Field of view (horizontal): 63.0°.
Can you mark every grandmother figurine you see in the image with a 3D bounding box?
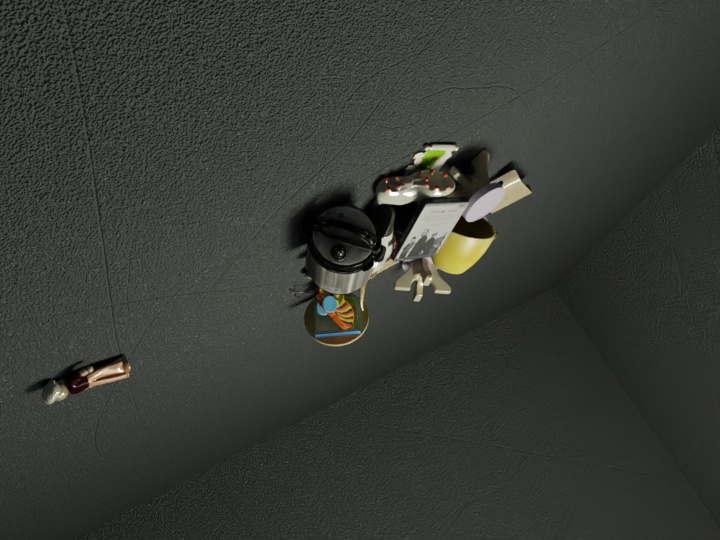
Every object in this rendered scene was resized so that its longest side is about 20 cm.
[{"bbox_3d":[-0.658,0.264,1.410,0.198,0.061,0.122,-21,149,-35],"label":"grandmother figurine"}]

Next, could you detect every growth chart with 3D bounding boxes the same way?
[{"bbox_3d":[0.159,-0.246,1.466,0.143,0.018,0.201,-16,154,-35],"label":"growth chart"}]

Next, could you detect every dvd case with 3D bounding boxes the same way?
[{"bbox_3d":[0.175,-0.105,1.498,0.148,0.025,0.202,-8,141,-34],"label":"dvd case"}]

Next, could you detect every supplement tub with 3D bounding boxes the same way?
[{"bbox_3d":[0.121,-0.107,1.604,0.106,0.108,0.201,-28,160,-7],"label":"supplement tub"}]

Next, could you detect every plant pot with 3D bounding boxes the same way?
[{"bbox_3d":[0.274,-0.078,1.700,0.198,0.199,0.144,-13,129,-41],"label":"plant pot"}]

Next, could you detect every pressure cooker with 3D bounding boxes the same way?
[{"bbox_3d":[-0.041,-0.054,1.386,0.173,0.181,0.201,-22,159,-16],"label":"pressure cooker"}]

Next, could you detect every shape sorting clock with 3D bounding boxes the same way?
[{"bbox_3d":[-0.073,0.143,1.778,0.197,0.201,0.040,-25,147,-17],"label":"shape sorting clock"}]

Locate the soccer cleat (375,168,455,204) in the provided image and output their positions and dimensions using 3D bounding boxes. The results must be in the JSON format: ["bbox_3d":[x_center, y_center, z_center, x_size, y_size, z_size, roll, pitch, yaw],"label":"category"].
[{"bbox_3d":[0.131,-0.199,1.426,0.196,0.071,0.078,-6,155,-11],"label":"soccer cleat"}]

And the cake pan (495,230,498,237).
[{"bbox_3d":[0.348,-0.104,1.913,0.197,0.037,0.201,-22,-166,6],"label":"cake pan"}]

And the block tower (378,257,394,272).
[{"bbox_3d":[0.047,-0.027,1.763,0.197,0.055,0.058,-28,161,-9],"label":"block tower"}]

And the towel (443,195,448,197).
[{"bbox_3d":[0.196,-0.141,1.588,0.018,0.087,0.201,-24,155,-24],"label":"towel"}]

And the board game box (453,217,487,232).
[{"bbox_3d":[0.304,-0.108,1.792,0.198,0.160,0.039,-31,-174,0],"label":"board game box"}]

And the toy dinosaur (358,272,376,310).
[{"bbox_3d":[0.000,0.000,1.611,0.099,0.204,0.058,16,166,-20],"label":"toy dinosaur"}]

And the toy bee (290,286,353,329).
[{"bbox_3d":[-0.088,0.073,1.705,0.200,0.130,0.110,47,61,-34],"label":"toy bee"}]

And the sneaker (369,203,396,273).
[{"bbox_3d":[0.054,-0.084,1.505,0.088,0.074,0.202,-14,136,-43],"label":"sneaker"}]

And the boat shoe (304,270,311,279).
[{"bbox_3d":[-0.071,-0.003,1.650,0.197,0.069,0.071,-3,-174,-33],"label":"boat shoe"}]

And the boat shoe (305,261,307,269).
[{"bbox_3d":[-0.052,-0.041,1.544,0.198,0.074,0.067,-36,141,-13],"label":"boat shoe"}]

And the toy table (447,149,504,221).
[{"bbox_3d":[0.301,-0.218,1.571,0.183,0.118,0.200,-40,163,7],"label":"toy table"}]

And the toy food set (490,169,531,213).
[{"bbox_3d":[0.444,-0.250,1.834,0.142,0.061,0.199,-27,162,23],"label":"toy food set"}]

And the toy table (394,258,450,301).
[{"bbox_3d":[0.200,0.012,1.900,0.180,0.119,0.201,0,155,5],"label":"toy table"}]
